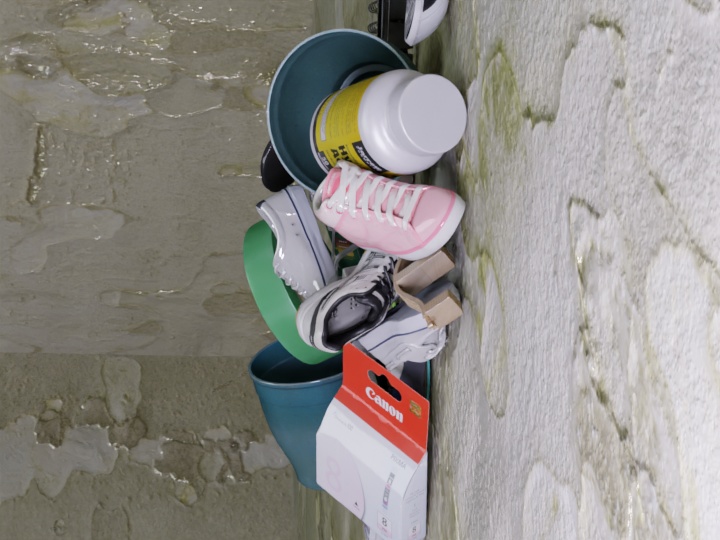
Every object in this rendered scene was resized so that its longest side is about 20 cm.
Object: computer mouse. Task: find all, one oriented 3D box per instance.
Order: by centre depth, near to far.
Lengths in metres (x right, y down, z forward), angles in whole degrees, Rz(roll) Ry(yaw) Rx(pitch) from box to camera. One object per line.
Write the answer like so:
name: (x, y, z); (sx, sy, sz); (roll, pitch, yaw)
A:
computer mouse: (0.080, -0.340, 1.534); (0.110, 0.043, 0.202); (114, 163, -62)

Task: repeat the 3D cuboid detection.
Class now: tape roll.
tape roll: (-0.078, 0.021, 1.763); (0.201, 0.048, 0.202); (50, -154, -35)

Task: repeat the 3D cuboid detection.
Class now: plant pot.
plant pot: (0.001, -0.194, 1.652); (0.134, 0.198, 0.203); (-29, -57, -68)
plant pot: (-0.047, 0.205, 1.943); (0.200, 0.197, 0.190); (-108, 7, -72)

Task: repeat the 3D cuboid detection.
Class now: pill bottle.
pill bottle: (0.031, -0.157, 1.463); (0.199, 0.110, 0.113); (-6, 82, 64)

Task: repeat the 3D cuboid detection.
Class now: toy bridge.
toy bridge: (0.066, 0.002, 1.408); (0.027, 0.067, 0.201); (47, -160, -25)

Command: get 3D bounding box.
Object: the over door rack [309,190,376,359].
over door rack: (0.000, 0.000, 1.699); (0.201, 0.066, 0.149); (76, 172, -54)

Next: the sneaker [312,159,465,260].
sneaker: (0.018, -0.067, 1.421); (0.199, 0.104, 0.076); (1, 62, 59)

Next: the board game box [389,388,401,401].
board game box: (0.044, 0.253, 1.737); (0.201, 0.034, 0.137); (103, 166, -61)

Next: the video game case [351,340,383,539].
video game case: (0.008, 0.223, 1.740); (0.201, 0.023, 0.184); (-107, 17, -54)

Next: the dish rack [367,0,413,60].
dish rack: (0.037, -0.331, 1.830); (0.200, 0.054, 0.156); (-142, 55, -80)

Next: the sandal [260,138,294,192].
sandal: (-0.051, -0.176, 1.749); (0.045, 0.200, 0.075); (48, -179, 41)

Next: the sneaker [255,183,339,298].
sneaker: (-0.070, -0.004, 1.652); (0.073, 0.070, 0.202); (86, 163, -75)

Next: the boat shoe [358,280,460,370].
boat shoe: (0.066, 0.065, 1.470); (0.066, 0.074, 0.200); (49, 158, -5)

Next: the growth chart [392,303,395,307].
growth chart: (0.061, 0.029, 1.716); (0.200, 0.017, 0.147); (116, 154, -71)

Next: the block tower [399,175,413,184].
block tower: (0.041, -0.131, 1.767); (0.054, 0.057, 0.203); (-109, 20, -72)

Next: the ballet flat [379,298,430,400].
ballet flat: (0.048, 0.066, 1.589); (0.073, 0.072, 0.203); (-126, 38, -79)

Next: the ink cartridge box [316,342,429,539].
ink cartridge box: (0.011, 0.206, 1.579); (0.162, 0.057, 0.202); (33, 139, 41)

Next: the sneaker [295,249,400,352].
sneaker: (0.021, 0.022, 1.498); (0.076, 0.200, 0.088); (49, 175, -21)

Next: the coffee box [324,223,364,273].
coffee box: (-0.005, -0.079, 1.834); (0.201, 0.043, 0.124); (71, -148, -56)
